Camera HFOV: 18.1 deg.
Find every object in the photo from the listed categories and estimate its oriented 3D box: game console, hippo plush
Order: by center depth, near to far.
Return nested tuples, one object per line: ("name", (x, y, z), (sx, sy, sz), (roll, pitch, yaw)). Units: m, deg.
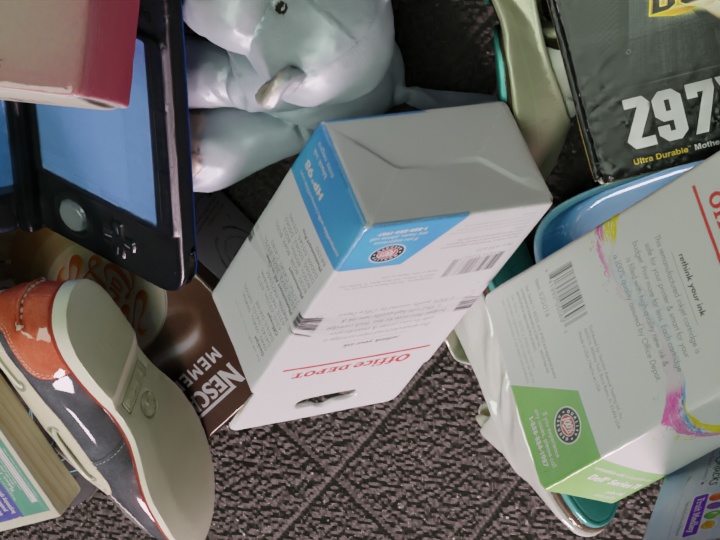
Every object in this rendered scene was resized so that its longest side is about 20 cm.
("game console", (-0.184, -0.075, 1.134), (0.171, 0.118, 0.200), (27, 136, 31))
("hippo plush", (-0.046, -0.107, 1.139), (0.159, 0.161, 0.200), (-44, 92, -1))

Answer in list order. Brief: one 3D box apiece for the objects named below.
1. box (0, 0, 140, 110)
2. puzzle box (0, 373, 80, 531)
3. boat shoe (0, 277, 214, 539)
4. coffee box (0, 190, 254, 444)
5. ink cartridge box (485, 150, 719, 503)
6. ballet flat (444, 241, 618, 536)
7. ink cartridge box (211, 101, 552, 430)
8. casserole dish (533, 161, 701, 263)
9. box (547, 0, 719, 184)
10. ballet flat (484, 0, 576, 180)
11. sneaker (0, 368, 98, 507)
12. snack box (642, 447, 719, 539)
("box", (-0.165, -0.178, 1.013), (0.128, 0.109, 0.200), (6, 92, 5))
("puzzle box", (-0.253, 0.061, 1.209), (0.133, 0.025, 0.200), (-17, 114, 35))
("boat shoe", (-0.139, 0.080, 1.223), (0.063, 0.071, 0.200), (-6, 134, 24))
("coffee box", (-0.130, -0.002, 1.288), (0.200, 0.080, 0.114), (45, 121, -4))
("ink cartridge box", (0.169, 0.021, 1.124), (0.200, 0.067, 0.117), (-32, 58, 30))
("ballet flat", (0.084, 0.055, 1.255), (0.069, 0.069, 0.200), (-18, 102, 25))
("ink cartridge box", (0.000, 0.000, 1.179), (0.200, 0.116, 0.067), (-54, 53, 48))
("casserole dish", (0.187, -0.009, 1.197), (0.200, 0.039, 0.121), (-20, 105, 25))
("box", (0.192, -0.143, 1.105), (0.200, 0.049, 0.160), (-13, 111, 9))
("ballet flat", (0.090, -0.135, 1.164), (0.069, 0.069, 0.200), (-6, 111, 22))
("sneaker", (-0.206, 0.092, 1.317), (0.075, 0.079, 0.200), (34, 159, 26))
("snack box", (0.207, 0.157, 1.171), (0.053, 0.200, 0.142), (-20, 105, 25))
